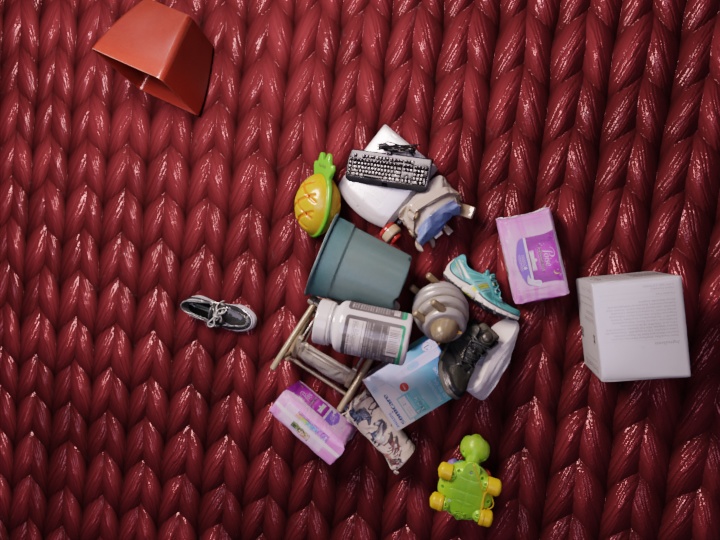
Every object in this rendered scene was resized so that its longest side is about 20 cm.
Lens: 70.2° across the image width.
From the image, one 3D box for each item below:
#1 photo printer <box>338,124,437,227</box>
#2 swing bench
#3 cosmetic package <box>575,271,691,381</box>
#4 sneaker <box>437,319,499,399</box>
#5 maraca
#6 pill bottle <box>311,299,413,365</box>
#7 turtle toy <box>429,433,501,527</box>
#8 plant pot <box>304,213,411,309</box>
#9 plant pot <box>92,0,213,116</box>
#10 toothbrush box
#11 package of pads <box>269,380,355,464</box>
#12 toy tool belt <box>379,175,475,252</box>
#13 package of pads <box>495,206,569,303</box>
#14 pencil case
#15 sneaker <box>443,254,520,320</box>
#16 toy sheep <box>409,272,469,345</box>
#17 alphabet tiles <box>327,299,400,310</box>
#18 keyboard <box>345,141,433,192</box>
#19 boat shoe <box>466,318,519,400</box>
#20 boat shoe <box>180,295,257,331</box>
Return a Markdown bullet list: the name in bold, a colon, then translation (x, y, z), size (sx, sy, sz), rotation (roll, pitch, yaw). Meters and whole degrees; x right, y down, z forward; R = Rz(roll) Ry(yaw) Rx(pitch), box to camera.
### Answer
- **photo printer**: translation (0.056, -0.212, 1.204), size (0.166, 0.069, 0.200), rotation (41, 101, 10)
- **swing bench**: translation (-0.069, 0.189, 1.217), size (0.199, 0.130, 0.200), rotation (31, 95, 7)
- **cosmetic package**: translation (0.556, 0.111, 1.062), size (0.165, 0.165, 0.201), rotation (-6, 91, 13)
- **sneaker**: translation (0.235, 0.181, 1.113), size (0.076, 0.200, 0.114), rotation (41, 133, -12)
- **maraca**: translation (-0.098, -0.178, 1.214), size (0.107, 0.137, 0.201), rotation (3, 105, -31)
- **pill bottle**: translation (0.005, 0.127, 1.086), size (0.199, 0.113, 0.113), rotation (12, 96, 5)
- **turtle toy**: translation (0.249, 0.481, 1.186), size (0.145, 0.101, 0.201), rotation (15, 96, 11)
- **plant pot**: translation (0.000, 0.000, 1.159), size (0.196, 0.200, 0.201), rotation (22, 98, 0)
- **plant pot**: translation (-0.478, -0.531, 1.253), size (0.200, 0.200, 0.177), rotation (26, 87, 10)
- **toothbrush box**: translation (0.130, 0.258, 1.208), size (0.200, 0.085, 0.147), rotation (-34, 87, 14)
- **package of pads**: translation (-0.112, 0.363, 1.242), size (0.200, 0.120, 0.076), rotation (39, 100, 8)
- **toy tool belt**: translation (0.152, -0.107, 1.162), size (0.200, 0.125, 0.123), rotation (-44, 77, 9)
- **package of pads**: translation (0.381, -0.033, 1.139), size (0.120, 0.076, 0.201), rotation (-13, 90, 14)
- **pencil case**: translation (0.046, 0.389, 1.236), size (0.089, 0.078, 0.200), rotation (-41, 84, -15)
- **sneaker**: translation (0.284, 0.041, 1.165), size (0.200, 0.078, 0.080), rotation (39, 90, 13)
- **toy sheep**: translation (0.176, 0.083, 1.140), size (0.137, 0.200, 0.138), rotation (2, 130, 3)
- **alphabet tiles**: translation (-0.011, 0.079, 1.265), size (0.195, 0.015, 0.200), rotation (35, 101, 9)
- **keyboard**: translation (0.059, -0.240, 1.140), size (0.199, 0.040, 0.104), rotation (12, 91, 20)
- **boat shoe**: translation (0.306, 0.201, 1.158), size (0.069, 0.072, 0.200), rotation (47, 64, -30)
- **boat shoe**: translation (-0.367, 0.111, 1.319), size (0.199, 0.068, 0.074), rotation (21, 98, 10)
